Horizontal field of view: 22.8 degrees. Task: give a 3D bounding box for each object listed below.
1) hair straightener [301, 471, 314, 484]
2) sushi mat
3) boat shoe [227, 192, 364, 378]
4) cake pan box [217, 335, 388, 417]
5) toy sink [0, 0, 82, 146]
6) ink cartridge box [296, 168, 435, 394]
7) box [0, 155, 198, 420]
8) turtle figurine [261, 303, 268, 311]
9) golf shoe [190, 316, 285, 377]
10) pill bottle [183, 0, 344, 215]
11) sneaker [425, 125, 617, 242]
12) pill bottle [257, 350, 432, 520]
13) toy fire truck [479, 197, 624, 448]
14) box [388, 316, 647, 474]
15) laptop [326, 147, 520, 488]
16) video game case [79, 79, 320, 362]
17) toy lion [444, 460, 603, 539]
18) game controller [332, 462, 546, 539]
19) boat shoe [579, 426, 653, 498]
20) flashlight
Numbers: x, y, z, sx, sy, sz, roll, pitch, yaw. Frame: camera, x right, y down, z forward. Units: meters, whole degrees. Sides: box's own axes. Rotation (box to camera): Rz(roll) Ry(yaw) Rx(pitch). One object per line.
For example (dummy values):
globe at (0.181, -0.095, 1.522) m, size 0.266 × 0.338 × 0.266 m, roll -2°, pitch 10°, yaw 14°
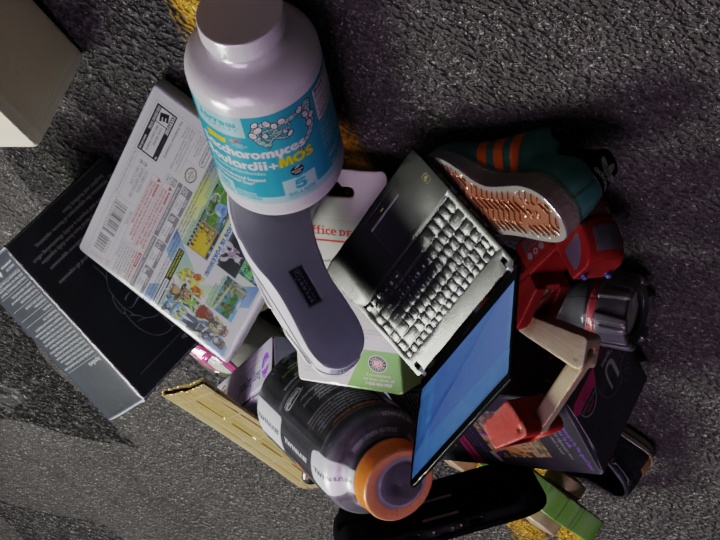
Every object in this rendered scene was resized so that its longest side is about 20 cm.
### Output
hair straightener at (0.000, 0.184, 1.803) m, size 0.076 × 0.041 × 0.200 m, roll -14°, pitch 175°, yaw 24°
sushi mat at (-0.108, 0.170, 1.839) m, size 0.199 × 0.012 × 0.095 m, roll 37°, pitch 151°, yaw -25°
boat shoe at (-0.064, 0.002, 1.536) m, size 0.202 × 0.073 × 0.065 m, roll 67°, pitch 161°, yaw 10°
cake pan box at (-0.036, 0.123, 1.838) m, size 0.182 × 0.053 × 0.200 m, roll 3°, pitch 160°, yaw -21°
toy sink at (-0.361, -0.210, 1.556) m, size 0.129 × 0.113 × 0.200 m, roll 2°, pitch 149°, yaw 37°
ink cartridge box at (0.000, 0.000, 1.601) m, size 0.116 × 0.067 × 0.202 m, roll 6°, pitch 109°, yaw 32°
box at (-0.250, 0.018, 1.761) m, size 0.200 × 0.149 × 0.107 m, roll 48°, pitch 149°, yaw -7°
turtle figurine at (-0.103, -0.002, 1.718) m, size 0.198 × 0.101 × 0.150 m, roll 19°, pitch 152°, yaw 1°
golf shoe at (-0.166, 0.054, 1.880) m, size 0.198 × 0.073 × 0.092 m, roll 18°, pitch 152°, yaw 14°
pill bottle at (-0.079, -0.142, 1.436) m, size 0.110 × 0.111 × 0.201 m, roll 15°, pitch 150°, yaw 19°
sneaker at (0.130, -0.076, 1.428) m, size 0.199 × 0.080 × 0.072 m, roll 22°, pitch 146°, yaw 57°
pill bottle at (-0.010, 0.155, 1.647) m, size 0.106 × 0.106 × 0.200 m, roll 46°, pitch 175°, yaw -34°
toy fire truck at (0.158, 0.045, 1.488) m, size 0.048 × 0.142 × 0.200 m, roll -5°, pitch 151°, yaw -40°
box at (0.142, 0.103, 1.648) m, size 0.199 × 0.123 × 0.106 m, roll 1°, pitch 136°, yaw 37°
laptop at (0.044, 0.040, 1.461) m, size 0.200 × 0.103 × 0.178 m, roll 48°, pitch 136°, yaw 11°
video game case at (-0.149, -0.042, 1.619) m, size 0.182 × 0.022 × 0.201 m, roll 37°, pitch 123°, yaw 9°
toy lion at (0.170, 0.214, 1.799) m, size 0.199 × 0.069 × 0.192 m, roll 37°, pitch 178°, yaw -21°
game controller at (0.071, 0.223, 1.644) m, size 0.198 × 0.104 × 0.042 m, roll -16°, pitch 113°, yaw -2°
boat shoe at (0.199, 0.160, 1.773) m, size 0.199 × 0.063 × 0.075 m, roll 31°, pitch 153°, yaw -7°
flashlight at (0.155, 0.022, 1.573) m, size 0.198 × 0.068 × 0.068 m, roll 11°, pitch 121°, yaw 28°
